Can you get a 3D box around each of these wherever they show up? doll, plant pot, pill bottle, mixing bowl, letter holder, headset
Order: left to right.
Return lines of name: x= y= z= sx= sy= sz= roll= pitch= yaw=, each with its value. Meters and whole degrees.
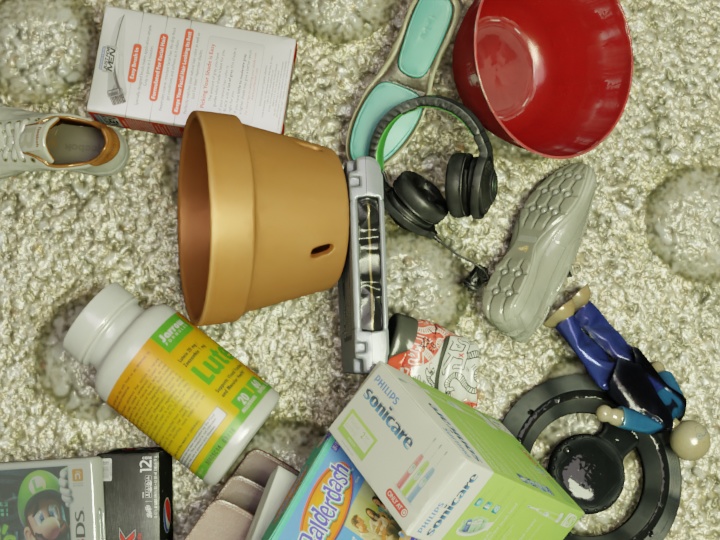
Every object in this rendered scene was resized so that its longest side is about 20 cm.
pill bottle: x=-0.186 y=0.105 z=1.037 sx=0.199 sy=0.111 sz=0.112 roll=38 pitch=83 yaw=1
plant pot: x=-0.095 y=-0.049 z=1.030 sx=0.138 sy=0.200 sz=0.203 roll=0 pitch=83 yaw=-18
letter holder: x=-0.064 y=0.281 z=1.032 sx=0.199 sy=0.101 sz=0.143 roll=37 pitch=81 yaw=1
headset: x=0.086 y=-0.076 z=1.073 sx=0.122 sy=0.094 sz=0.203 roll=-18 pitch=95 yaw=22
mixing bowl: x=0.168 y=-0.211 z=1.081 sx=0.198 sy=0.108 sz=0.203 roll=-1 pitch=92 yaw=-28
doll: x=0.269 y=0.111 z=1.069 sx=0.200 sy=0.049 sz=0.136 roll=48 pitch=41 yaw=10

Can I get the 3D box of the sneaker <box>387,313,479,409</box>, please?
sneaker: x=0.055 y=0.153 z=1.068 sx=0.107 sy=0.067 sz=0.204 roll=17 pitch=90 yaw=-11

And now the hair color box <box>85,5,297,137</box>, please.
hair color box: x=-0.170 y=-0.194 z=1.097 sx=0.197 sy=0.064 sz=0.113 roll=10 pitch=84 yaw=-4

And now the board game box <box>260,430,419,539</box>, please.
board game box: x=0.016 y=0.258 z=0.963 sx=0.199 sy=0.045 sz=0.152 roll=39 pitch=42 yaw=-3

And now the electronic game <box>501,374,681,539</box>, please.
electronic game: x=0.229 y=0.206 z=1.084 sx=0.197 sy=0.042 sz=0.203 roll=1 pitch=75 yaw=-3

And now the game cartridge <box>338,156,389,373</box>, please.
game cartridge: x=0.000 y=0.000 z=1.049 sx=0.040 sy=0.133 sz=0.203 roll=-1 pitch=85 yaw=-11

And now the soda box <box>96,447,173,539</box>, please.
soda box: x=-0.217 y=0.275 z=1.035 sx=0.062 sy=0.071 sz=0.203 roll=-1 pitch=84 yaw=1

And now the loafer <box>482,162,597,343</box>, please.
loafer: x=0.191 y=-0.020 z=1.103 sx=0.070 sy=0.069 sz=0.201 roll=44 pitch=71 yaw=-39

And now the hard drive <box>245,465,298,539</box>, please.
hard drive: x=-0.013 y=0.281 z=0.975 sx=0.199 sy=0.026 sz=0.133 roll=32 pitch=42 yaw=-10

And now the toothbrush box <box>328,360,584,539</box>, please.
toothbrush box: x=0.089 y=0.183 z=0.975 sx=0.086 sy=0.199 sz=0.146 roll=-51 pitch=44 yaw=7

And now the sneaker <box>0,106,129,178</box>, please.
sneaker: x=-0.337 y=-0.134 z=1.071 sx=0.197 sy=0.085 sz=0.074 roll=0 pitch=85 yaw=-2

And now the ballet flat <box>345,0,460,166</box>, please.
ballet flat: x=0.046 y=-0.195 z=1.107 sx=0.069 sy=0.069 sz=0.202 roll=29 pitch=99 yaw=1

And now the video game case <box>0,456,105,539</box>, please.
video game case: x=-0.332 y=0.276 z=1.020 sx=0.197 sy=0.023 sz=0.185 roll=-7 pitch=83 yaw=18
